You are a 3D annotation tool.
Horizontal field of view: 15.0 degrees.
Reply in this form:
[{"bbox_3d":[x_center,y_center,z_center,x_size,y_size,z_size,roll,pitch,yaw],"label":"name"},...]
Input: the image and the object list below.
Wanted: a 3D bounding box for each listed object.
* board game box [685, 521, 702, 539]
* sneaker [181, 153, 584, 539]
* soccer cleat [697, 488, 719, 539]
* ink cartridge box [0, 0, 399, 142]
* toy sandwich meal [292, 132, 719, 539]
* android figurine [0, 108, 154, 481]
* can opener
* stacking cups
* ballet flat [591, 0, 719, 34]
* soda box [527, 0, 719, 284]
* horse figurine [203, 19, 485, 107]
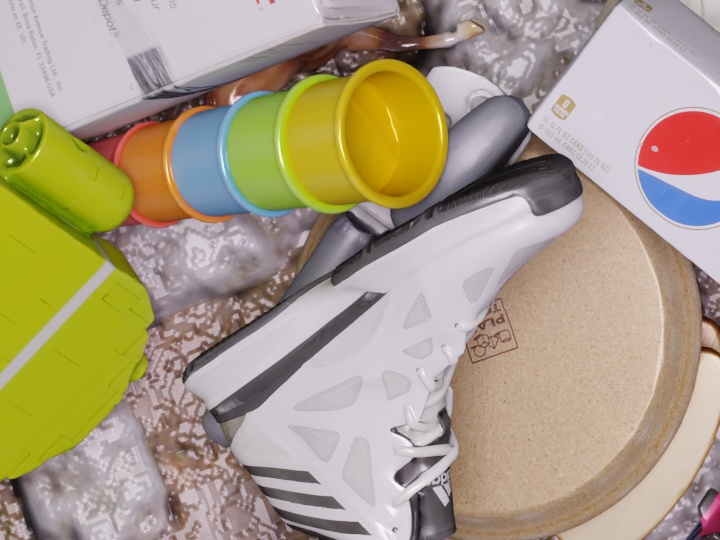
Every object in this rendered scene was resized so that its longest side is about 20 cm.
[{"bbox_3d":[0.164,0.205,1.148,0.151,0.200,0.037,43,133,2],"label":"board game box"},{"bbox_3d":[0.031,0.041,1.091,0.200,0.076,0.116,-33,89,33],"label":"sneaker"},{"bbox_3d":[0.212,0.086,1.169,0.086,0.070,0.200,41,65,-7],"label":"soccer cleat"},{"bbox_3d":[-0.100,-0.142,1.170,0.199,0.084,0.147,-19,88,27],"label":"ink cartridge box"},{"bbox_3d":[0.068,0.028,1.208,0.204,0.070,0.207,0,90,15],"label":"toy sandwich meal"},{"bbox_3d":[-0.169,0.018,1.161,0.182,0.200,0.041,-47,44,8],"label":"android figurine"},{"bbox_3d":[0.000,0.000,1.159,0.053,0.066,0.201,37,104,10],"label":"can opener"},{"bbox_3d":[-0.048,-0.049,1.163,0.060,0.199,0.061,3,85,-39],"label":"stacking cups"},{"bbox_3d":[0.171,-0.151,1.202,0.069,0.069,0.200,45,90,2],"label":"ballet flat"},{"bbox_3d":[0.170,-0.029,1.124,0.200,0.064,0.068,39,114,4],"label":"soda box"},{"bbox_3d":[-0.034,-0.150,1.216,0.132,0.050,0.201,-21,93,14],"label":"horse figurine"}]
